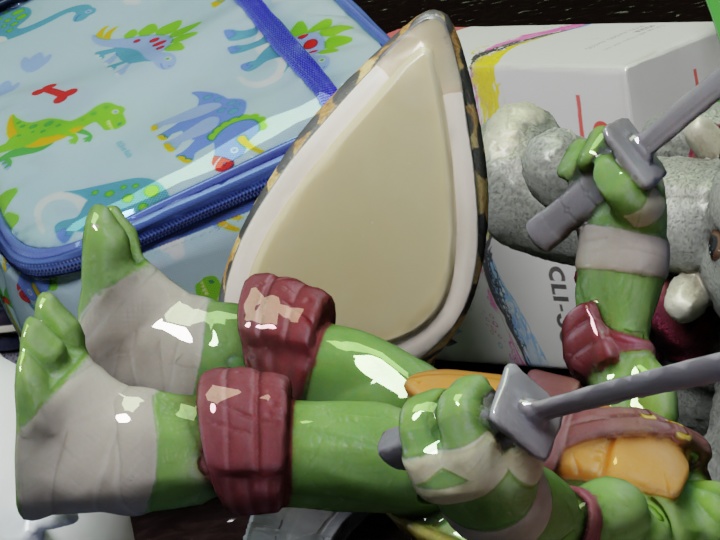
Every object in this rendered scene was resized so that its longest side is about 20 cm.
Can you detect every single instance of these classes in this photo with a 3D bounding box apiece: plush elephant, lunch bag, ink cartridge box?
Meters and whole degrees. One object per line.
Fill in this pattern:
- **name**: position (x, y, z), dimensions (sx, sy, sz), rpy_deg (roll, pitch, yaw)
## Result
- **plush elephant**: position (0.107, 0.002, 0.870), dimensions (0.199, 0.155, 0.166), rpy_deg (8, 62, 14)
- **lunch bag**: position (-0.061, -0.044, 1.045), dimensions (0.160, 0.083, 0.200), rpy_deg (-22, 30, -8)
- **ink cartridge box**: position (0.077, -0.028, 1.113), dimensions (0.199, 0.117, 0.067), rpy_deg (2, 18, 42)

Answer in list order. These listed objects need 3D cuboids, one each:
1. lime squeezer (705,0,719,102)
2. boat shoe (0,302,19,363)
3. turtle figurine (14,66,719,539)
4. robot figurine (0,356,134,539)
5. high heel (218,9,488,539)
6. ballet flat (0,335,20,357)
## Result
- **lime squeezer**: position (0.151, -0.067, 0.953), dimensions (0.038, 0.071, 0.200), rpy_deg (27, 0, -34)
- **boat shoe**: position (-0.079, -0.006, 1.168), dimensions (0.199, 0.093, 0.075), rpy_deg (-19, 31, -19)
- **turtle figurine**: position (0.024, 0.006, 0.697), dimensions (0.193, 0.200, 0.145), rpy_deg (6, 56, 7)
- **robot figurine**: position (-0.140, 0.090, 0.779), dimensions (0.199, 0.113, 0.170), rpy_deg (-28, 22, 22)
- **high heel**: position (0.000, 0.000, 0.928), dimensions (0.071, 0.201, 0.143), rpy_deg (17, 21, 2)
- **ballet flat**: position (-0.116, 0.047, 1.065), dimensions (0.067, 0.071, 0.200), rpy_deg (2, 19, 43)
